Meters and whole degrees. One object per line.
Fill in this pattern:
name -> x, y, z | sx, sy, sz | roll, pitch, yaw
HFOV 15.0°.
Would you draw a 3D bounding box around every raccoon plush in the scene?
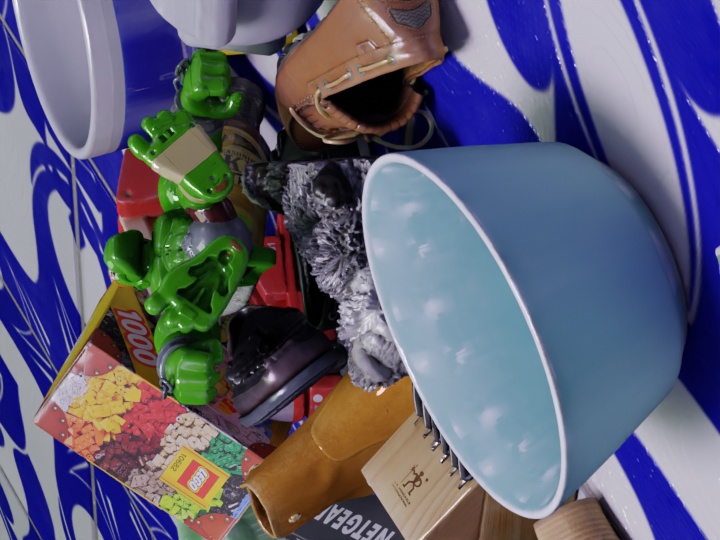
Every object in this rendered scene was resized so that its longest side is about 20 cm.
raccoon plush -> 0.000, 0.000, 1.609 | 0.200, 0.096, 0.135 | -173, 78, -72

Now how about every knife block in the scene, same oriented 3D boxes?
knife block -> 0.095, 0.085, 1.576 | 0.200, 0.176, 0.064 | 14, -144, -52

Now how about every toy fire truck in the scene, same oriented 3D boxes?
toy fire truck -> -0.087, 0.010, 1.812 | 0.049, 0.140, 0.201 | 96, 169, -59

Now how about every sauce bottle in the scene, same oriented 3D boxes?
sauce bottle -> -0.090, -0.054, 1.764 | 0.200, 0.064, 0.065 | -88, -10, -53

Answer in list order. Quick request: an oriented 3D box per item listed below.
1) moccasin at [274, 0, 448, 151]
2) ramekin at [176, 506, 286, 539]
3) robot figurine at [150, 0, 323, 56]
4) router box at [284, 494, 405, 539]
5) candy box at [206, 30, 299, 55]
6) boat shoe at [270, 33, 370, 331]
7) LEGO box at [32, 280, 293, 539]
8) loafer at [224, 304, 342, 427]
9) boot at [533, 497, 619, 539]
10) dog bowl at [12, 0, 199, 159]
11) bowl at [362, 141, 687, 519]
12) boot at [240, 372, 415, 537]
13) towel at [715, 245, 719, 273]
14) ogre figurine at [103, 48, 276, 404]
moccasin -> 0.004, -0.106, 1.564 | 0.201, 0.073, 0.078 | -40, 67, 61
ramekin -> -0.052, 0.248, 2.100 | 0.200, 0.097, 0.200 | 53, 158, 32
robot figurine -> -0.071, -0.208, 1.563 | 0.200, 0.112, 0.170 | 94, -179, -54
router box -> 0.040, 0.217, 1.794 | 0.157, 0.052, 0.200 | 49, 167, -21
candy box -> -0.096, -0.192, 1.791 | 0.200, 0.026, 0.103 | 8, 120, 69
boat shoe -> -0.031, -0.049, 1.724 | 0.074, 0.066, 0.200 | 42, 150, 53
LEGO box -> -0.119, 0.074, 1.851 | 0.149, 0.077, 0.200 | 34, -156, -7
loafer -> -0.057, 0.050, 1.637 | 0.063, 0.072, 0.200 | 53, 176, 0
boot -> 0.098, 0.239, 1.600 | 0.201, 0.071, 0.145 | -39, 60, 35
dog bowl -> -0.175, -0.181, 1.847 | 0.200, 0.078, 0.201 | 166, 90, -72
bowl -> 0.093, 0.014, 1.400 | 0.201, 0.105, 0.201 | 53, 157, 33
boot -> -0.004, 0.098, 1.679 | 0.071, 0.144, 0.201 | 51, 160, 17
towel -> 0.231, 0.066, 1.211 | 0.201, 0.023, 0.153 | 66, 161, 2
ogre figurine -> -0.097, -0.012, 1.596 | 0.120, 0.098, 0.201 | 110, 142, -71
